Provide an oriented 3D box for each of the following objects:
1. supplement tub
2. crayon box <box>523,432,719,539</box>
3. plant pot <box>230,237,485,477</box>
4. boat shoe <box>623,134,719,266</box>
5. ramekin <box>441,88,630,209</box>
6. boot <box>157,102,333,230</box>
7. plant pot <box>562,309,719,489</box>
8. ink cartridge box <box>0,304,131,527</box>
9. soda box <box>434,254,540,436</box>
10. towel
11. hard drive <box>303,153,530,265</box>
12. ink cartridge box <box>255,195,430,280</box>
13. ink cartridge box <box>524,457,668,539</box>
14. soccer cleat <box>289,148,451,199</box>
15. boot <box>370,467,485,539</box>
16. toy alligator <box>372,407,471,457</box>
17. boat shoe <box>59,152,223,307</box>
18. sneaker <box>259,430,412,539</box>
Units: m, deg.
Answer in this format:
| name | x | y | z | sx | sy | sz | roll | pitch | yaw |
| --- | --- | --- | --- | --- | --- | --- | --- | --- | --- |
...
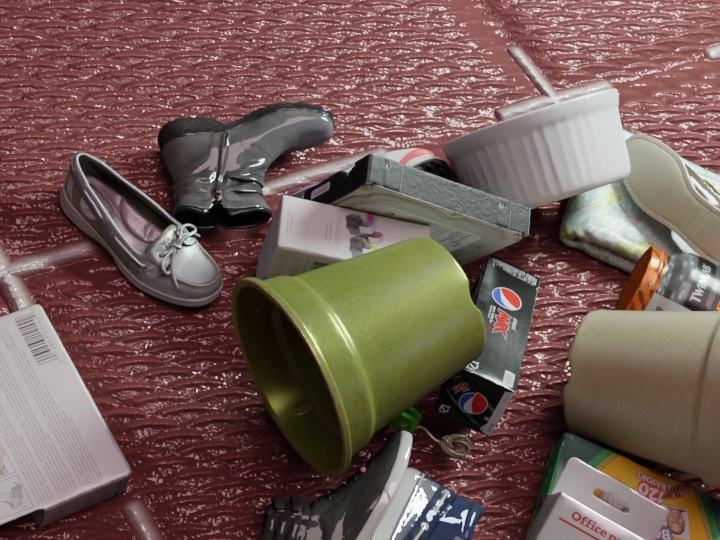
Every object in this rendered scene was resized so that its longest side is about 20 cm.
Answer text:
| name | x | y | z | sx | sy | sz | roll | pitch | yaw |
| --- | --- | --- | --- | --- | --- | --- | --- | --- | --- |
| supplement tub | 0.381 | 0.060 | 1.738 | 0.199 | 0.123 | 0.123 | 26 | 53 | 0 |
| crayon box | 0.271 | 0.260 | 1.604 | 0.199 | 0.058 | 0.119 | 24 | 52 | -2 |
| plant pot | 0.008 | 0.062 | 1.502 | 0.184 | 0.201 | 0.201 | -26 | 68 | -21 |
| boat shoe | 0.367 | -0.076 | 1.808 | 0.200 | 0.072 | 0.059 | 49 | 20 | 29 |
| ramekin | 0.197 | -0.121 | 1.752 | 0.200 | 0.200 | 0.098 | -17 | 91 | -28 |
| boot | -0.112 | -0.103 | 1.715 | 0.199 | 0.070 | 0.132 | -11 | 56 | -11 |
| plant pot | 0.310 | 0.117 | 1.621 | 0.183 | 0.201 | 0.201 | 8 | 48 | 26 |
| ink cartridge box | -0.334 | 0.145 | 1.485 | 0.176 | 0.045 | 0.200 | -20 | 65 | -30 |
| soda box | 0.132 | 0.075 | 1.646 | 0.063 | 0.071 | 0.200 | 24 | 37 | -1 |
| towel | 0.339 | -0.067 | 1.857 | 0.199 | 0.048 | 0.172 | 23 | 52 | -2 |
| hard drive | 0.057 | -0.058 | 1.668 | 0.199 | 0.140 | 0.038 | 16 | 68 | -28 |
| ink cartridge box | 0.000 | 0.000 | 1.653 | 0.199 | 0.115 | 0.068 | 12 | 55 | -11 |
| ink cartridge box | 0.204 | 0.286 | 1.505 | 0.116 | 0.068 | 0.200 | 29 | 81 | 2 |
| soccer cleat | -0.002 | -0.086 | 1.752 | 0.199 | 0.068 | 0.073 | -19 | 30 | -17 |
| boot | 0.048 | 0.278 | 1.506 | 0.090 | 0.073 | 0.200 | 24 | 52 | 6 |
| toy alligator | 0.018 | 0.135 | 1.610 | 0.199 | 0.059 | 0.054 | 24 | 12 | -2 |
| boat shoe | -0.222 | -0.040 | 1.637 | 0.202 | 0.065 | 0.074 | 41 | 54 | 11 |
| sneaker | -0.031 | 0.218 | 1.501 | 0.099 | 0.071 | 0.200 | 31 | 72 | 2 |
